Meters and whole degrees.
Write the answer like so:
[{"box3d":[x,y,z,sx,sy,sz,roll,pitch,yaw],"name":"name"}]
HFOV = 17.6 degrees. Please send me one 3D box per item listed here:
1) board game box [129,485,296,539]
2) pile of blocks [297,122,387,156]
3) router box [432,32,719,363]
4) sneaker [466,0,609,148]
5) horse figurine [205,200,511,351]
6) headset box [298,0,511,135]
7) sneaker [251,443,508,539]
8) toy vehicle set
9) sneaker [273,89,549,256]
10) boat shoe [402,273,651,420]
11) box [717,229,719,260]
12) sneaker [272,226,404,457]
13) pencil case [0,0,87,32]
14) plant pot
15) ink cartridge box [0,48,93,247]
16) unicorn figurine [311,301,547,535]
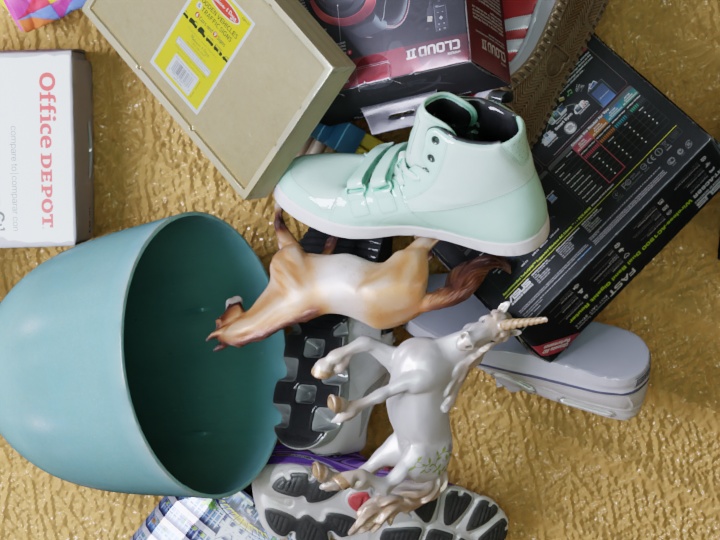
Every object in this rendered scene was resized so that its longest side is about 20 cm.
[{"box3d":[-0.103,0.275,1.740,0.200,0.062,0.200,38,93,-1],"name":"board game box"},{"box3d":[-0.060,-0.103,1.706,0.199,0.082,0.062,29,93,-1],"name":"pile of blocks"},{"box3d":[0.148,-0.055,1.676,0.200,0.062,0.150,-45,54,3],"name":"router box"},{"box3d":[0.091,-0.156,1.677,0.112,0.071,0.200,28,83,40],"name":"sneaker"},{"box3d":[0.000,0.000,1.624,0.199,0.133,0.050,4,137,16],"name":"horse figurine"},{"box3d":[0.019,-0.196,1.626,0.148,0.075,0.201,-12,76,25],"name":"headset box"},{"box3d":[0.016,0.166,1.727,0.199,0.084,0.081,18,114,-14],"name":"sneaker"},{"box3d":[-0.102,-0.163,1.620,0.200,0.026,0.124,50,122,20],"name":"toy vehicle set"},{"box3d":[0.029,-0.081,1.581,0.200,0.074,0.119,8,135,20],"name":"sneaker"},{"box3d":[0.118,0.062,1.717,0.199,0.071,0.070,15,137,17],"name":"boat shoe"},{"box3d":[0.367,-0.058,1.664,0.199,0.149,0.125,5,92,1],"name":"box"},{"box3d":[-0.007,0.039,1.712,0.074,0.088,0.201,10,83,36],"name":"sneaker"},{"box3d":[-0.179,-0.249,1.702,0.199,0.088,0.089,-25,93,1],"name":"pencil case"},{"box3d":[-0.173,0.068,1.665,0.160,0.200,0.202,-8,94,31],"name":"plant pot"},{"box3d":[-0.300,-0.089,1.712,0.199,0.085,0.145,-1,93,0],"name":"ink cartridge box"},{"box3d":[0.038,0.090,1.622,0.137,0.074,0.201,-11,138,-20],"name":"unicorn figurine"}]
